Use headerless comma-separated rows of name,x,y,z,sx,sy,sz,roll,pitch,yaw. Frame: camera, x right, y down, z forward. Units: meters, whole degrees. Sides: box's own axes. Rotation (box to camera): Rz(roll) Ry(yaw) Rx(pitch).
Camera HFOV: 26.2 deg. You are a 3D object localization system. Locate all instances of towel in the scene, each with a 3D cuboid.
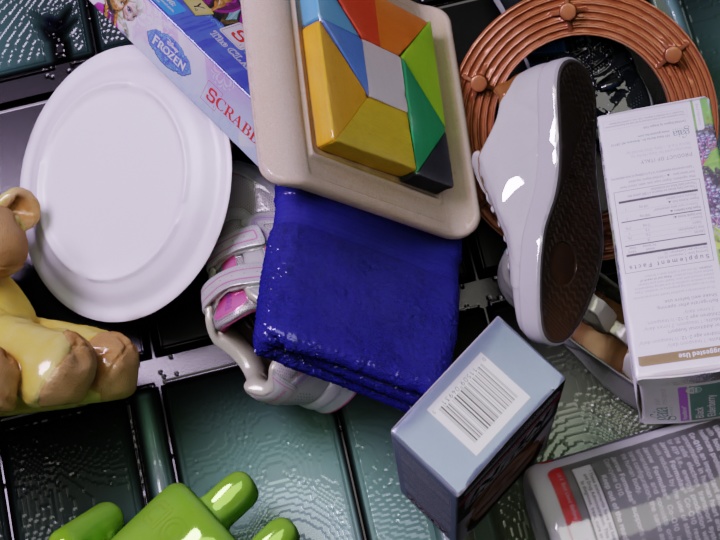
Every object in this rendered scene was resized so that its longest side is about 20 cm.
towel,0.000,0.000,1.080,0.146,0.050,0.202,19,47,-14

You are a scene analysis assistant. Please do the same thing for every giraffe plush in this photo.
giraffe plush,-0.265,0.020,1.073,0.198,0.172,0.164,-11,84,32

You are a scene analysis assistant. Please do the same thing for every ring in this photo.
ring,0.161,-0.106,1.128,0.198,0.019,0.203,1,97,7

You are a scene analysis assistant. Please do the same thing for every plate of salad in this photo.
plate of salad,-0.169,-0.063,1.127,0.198,0.048,0.203,-3,84,31

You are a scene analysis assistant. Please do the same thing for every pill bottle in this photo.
pill bottle,0.218,0.160,1.035,0.198,0.114,0.115,-16,73,-2

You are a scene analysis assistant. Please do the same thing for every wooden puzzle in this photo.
wooden puzzle,0.006,-0.127,1.058,0.037,0.199,0.187,-24,65,40

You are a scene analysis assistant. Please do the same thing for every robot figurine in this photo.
robot figurine,-0.130,0.225,1.032,0.200,0.116,0.175,-44,84,-10

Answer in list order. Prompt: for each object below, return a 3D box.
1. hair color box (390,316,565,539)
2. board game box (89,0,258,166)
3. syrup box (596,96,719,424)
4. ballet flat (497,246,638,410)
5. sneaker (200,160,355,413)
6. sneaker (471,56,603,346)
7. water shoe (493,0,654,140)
hair color box,0.075,0.111,1.012,0.061,0.200,0.099,42,79,14
board game box,-0.061,-0.166,1.126,0.200,0.041,0.199,44,37,13
syrup box,0.211,-0.007,1.034,0.080,0.079,0.202,-9,61,9
ballet flat,0.181,0.045,1.099,0.199,0.064,0.068,35,81,12
sneaker,-0.072,0.008,1.096,0.081,0.088,0.201,-38,70,30
sneaker,0.120,-0.043,1.083,0.084,0.072,0.203,-9,69,43
water shoe,0.151,-0.185,1.163,0.071,0.079,0.201,-33,74,-7
